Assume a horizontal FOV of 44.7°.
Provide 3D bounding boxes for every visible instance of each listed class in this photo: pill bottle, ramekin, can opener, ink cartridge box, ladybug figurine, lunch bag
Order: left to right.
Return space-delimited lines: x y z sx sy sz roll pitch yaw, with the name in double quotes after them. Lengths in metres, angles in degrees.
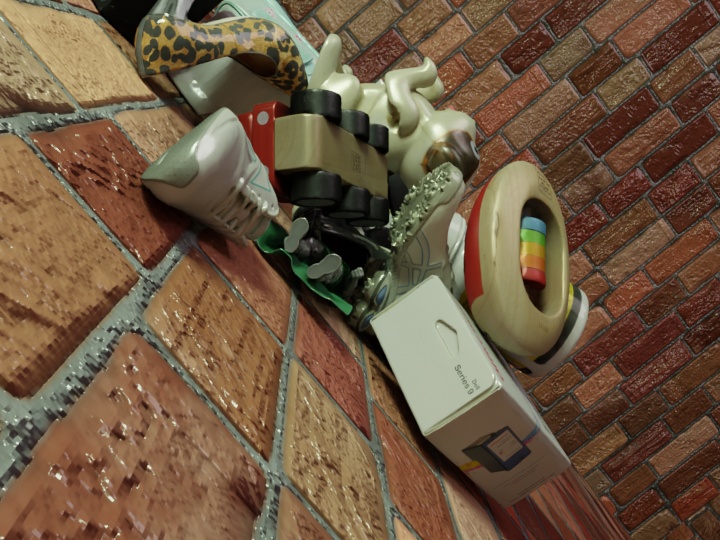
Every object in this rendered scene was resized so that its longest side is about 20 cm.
-0.136 -0.209 1.041 0.201 0.097 0.201 51 6 -7 "ramekin"
-0.124 -0.268 1.189 0.200 0.160 0.077 49 48 4 "lunch bag"
0.037 -0.038 1.096 0.053 0.065 0.204 -149 -124 -78 "can opener"
0.108 0.120 0.849 0.200 0.087 0.146 49 10 -47 "ink cartridge box"
0.141 0.020 0.962 0.199 0.115 0.114 33 9 -12 "pill bottle"
0.149 -0.013 0.859 0.135 0.071 0.203 29 59 -40 "ladybug figurine"

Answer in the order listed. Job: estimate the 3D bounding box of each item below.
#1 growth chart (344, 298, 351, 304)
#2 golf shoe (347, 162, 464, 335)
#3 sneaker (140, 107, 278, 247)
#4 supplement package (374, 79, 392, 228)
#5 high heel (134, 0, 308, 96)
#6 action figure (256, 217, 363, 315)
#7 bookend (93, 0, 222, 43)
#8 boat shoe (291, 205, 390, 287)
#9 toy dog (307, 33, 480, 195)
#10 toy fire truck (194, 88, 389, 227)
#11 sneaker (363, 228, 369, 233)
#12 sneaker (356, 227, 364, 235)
0.050 0.107 0.960 0.201 0.018 0.145 55 6 27 "growth chart"
0.066 -0.012 0.870 0.096 0.201 0.079 24 32 -10 "golf shoe"
-0.091 -0.059 0.604 0.081 0.070 0.200 54 5 -3 "sneaker"
0.019 -0.132 1.298 0.192 0.199 0.147 51 5 7 "supplement package"
-0.136 -0.199 0.877 0.071 0.144 0.200 0 -32 43 "high heel"
-0.035 -0.006 0.826 0.118 0.055 0.200 49 1 6 "action figure"
-0.208 -0.366 0.929 0.200 0.199 0.092 55 7 32 "bookend"
0.000 0.000 0.974 0.200 0.072 0.068 41 17 -30 "boat shoe"
0.037 -0.145 0.964 0.197 0.196 0.140 20 -13 10 "toy dog"
-0.086 -0.111 0.843 0.176 0.197 0.131 13 75 -65 "toy fire truck"
0.039 0.008 1.192 0.201 0.078 0.070 51 4 -11 "sneaker"
-0.023 -0.038 1.106 0.201 0.074 0.089 -107 171 -60 "sneaker"
